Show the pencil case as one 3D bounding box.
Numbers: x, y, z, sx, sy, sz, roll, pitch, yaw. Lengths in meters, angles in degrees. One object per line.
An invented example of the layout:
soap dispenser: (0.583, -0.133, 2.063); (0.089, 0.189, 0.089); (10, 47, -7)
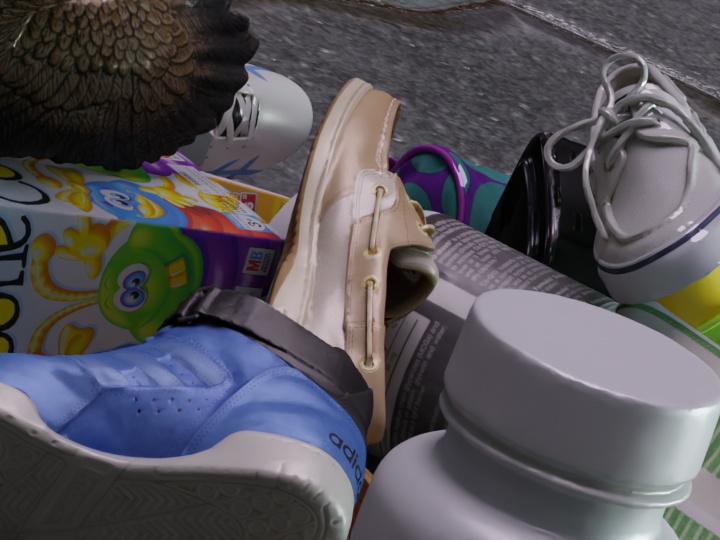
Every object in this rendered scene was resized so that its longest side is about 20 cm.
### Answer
pencil case: (0.093, -0.013, 1.597); (0.199, 0.085, 0.093); (13, 40, -43)

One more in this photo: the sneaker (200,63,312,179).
sneaker: (-0.097, -0.084, 1.561); (0.199, 0.072, 0.072); (3, 6, -43)

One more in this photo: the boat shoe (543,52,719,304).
boat shoe: (0.127, -0.055, 1.310); (0.086, 0.074, 0.202); (59, 16, -15)

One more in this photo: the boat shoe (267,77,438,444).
boat shoe: (0.000, 0.000, 1.269); (0.069, 0.074, 0.201); (13, 51, 2)

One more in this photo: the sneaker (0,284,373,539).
sneaker: (-0.093, 0.054, 1.135); (0.199, 0.077, 0.111); (7, 35, 8)

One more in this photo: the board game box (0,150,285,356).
board game box: (-0.152, 0.001, 1.266); (0.199, 0.104, 0.105); (6, 22, -40)

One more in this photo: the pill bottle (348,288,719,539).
pill bottle: (0.047, 0.115, 0.970); (0.114, 0.201, 0.114); (18, 17, -6)

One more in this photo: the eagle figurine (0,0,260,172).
eagle figurine: (-0.135, -0.121, 1.219); (0.199, 0.152, 0.152); (10, 6, -6)

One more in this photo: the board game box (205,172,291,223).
board game box: (-0.123, -0.049, 1.464); (0.199, 0.030, 0.095); (18, -1, -33)

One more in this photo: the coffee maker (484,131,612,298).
coffee maker: (0.167, 0.003, 1.468); (0.199, 0.193, 0.135); (16, 17, -14)

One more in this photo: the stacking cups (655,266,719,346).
stacking cups: (0.190, 0.068, 1.360); (0.201, 0.060, 0.061); (60, 13, -11)

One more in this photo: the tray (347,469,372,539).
tray: (-0.027, 0.111, 1.187); (0.098, 0.037, 0.200); (9, 19, -31)

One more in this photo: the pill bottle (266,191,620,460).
pill bottle: (0.046, 0.042, 1.341); (0.199, 0.117, 0.116); (28, 18, 23)

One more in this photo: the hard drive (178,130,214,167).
hard drive: (-0.144, -0.121, 1.476); (0.131, 0.026, 0.200); (16, 25, -14)

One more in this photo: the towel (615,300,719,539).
towel: (0.141, 0.110, 1.204); (0.152, 0.023, 0.200); (35, 44, -5)
